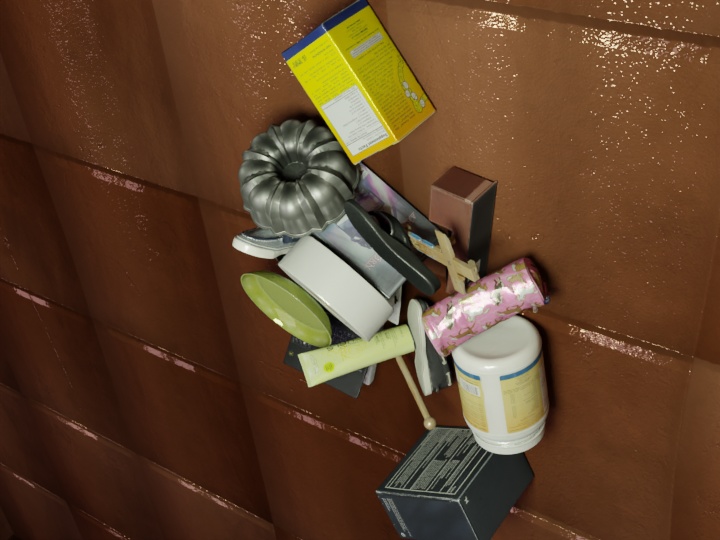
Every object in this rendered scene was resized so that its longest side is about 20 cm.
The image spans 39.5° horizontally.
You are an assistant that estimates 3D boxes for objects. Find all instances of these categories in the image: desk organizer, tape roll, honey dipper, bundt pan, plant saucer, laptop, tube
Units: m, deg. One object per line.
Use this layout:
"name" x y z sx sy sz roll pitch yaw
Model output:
"desk organizer" 0.154 -0.056 1.567 0.077 0.072 0.200 26 137 27
"tape roll" -0.039 0.029 1.661 0.202 0.071 0.202 39 175 5
"honey dipper" 0.088 0.195 1.800 0.200 0.038 0.038 64 146 22
"bundt pan" -0.105 -0.158 1.603 0.202 0.202 0.076 30 167 20
"plant saucer" -0.125 0.062 1.787 0.200 0.031 0.200 33 159 14
"laptop" -0.069 0.115 1.847 0.177 0.103 0.200 23 100 27
"tube" -0.006 0.147 1.758 0.058 0.200 0.052 -154 47 -82

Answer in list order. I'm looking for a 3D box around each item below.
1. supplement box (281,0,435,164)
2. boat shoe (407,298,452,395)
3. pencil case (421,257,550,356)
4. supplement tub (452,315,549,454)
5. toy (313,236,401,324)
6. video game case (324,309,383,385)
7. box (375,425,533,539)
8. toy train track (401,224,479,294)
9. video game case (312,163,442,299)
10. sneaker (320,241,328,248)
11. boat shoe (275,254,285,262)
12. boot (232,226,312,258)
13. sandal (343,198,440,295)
"supplement box" -0.002 -0.279 1.485 0.109 0.110 0.200 -21 107 49
"boat shoe" 0.126 0.131 1.761 0.074 0.060 0.200 -121 18 -60
"pencil case" 0.190 0.058 1.549 0.200 0.083 0.087 -28 91 15
"supplement tub" 0.232 0.187 1.643 0.145 0.145 0.200 13 130 34
"toy" 0.000 0.000 1.772 0.200 0.047 0.115 28 141 23
"video game case" -0.042 0.109 1.923 0.182 0.023 0.200 30 139 20
"box" 0.174 0.391 1.827 0.198 0.200 0.123 -7 117 45
"toy train track" 0.122 -0.034 1.530 0.200 0.033 0.115 33 151 51
"video game case" 0.017 -0.070 1.626 0.200 0.143 0.019 41 167 7
"sneaker" -0.034 -0.093 1.671 0.077 0.111 0.200 -18 110 48
"boat shoe" -0.127 -0.093 1.786 0.074 0.073 0.200 21 135 28
"boot" -0.139 -0.076 1.679 0.073 0.200 0.090 25 105 21
"sandal" 0.054 -0.044 1.580 0.200 0.048 0.075 44 161 -2
